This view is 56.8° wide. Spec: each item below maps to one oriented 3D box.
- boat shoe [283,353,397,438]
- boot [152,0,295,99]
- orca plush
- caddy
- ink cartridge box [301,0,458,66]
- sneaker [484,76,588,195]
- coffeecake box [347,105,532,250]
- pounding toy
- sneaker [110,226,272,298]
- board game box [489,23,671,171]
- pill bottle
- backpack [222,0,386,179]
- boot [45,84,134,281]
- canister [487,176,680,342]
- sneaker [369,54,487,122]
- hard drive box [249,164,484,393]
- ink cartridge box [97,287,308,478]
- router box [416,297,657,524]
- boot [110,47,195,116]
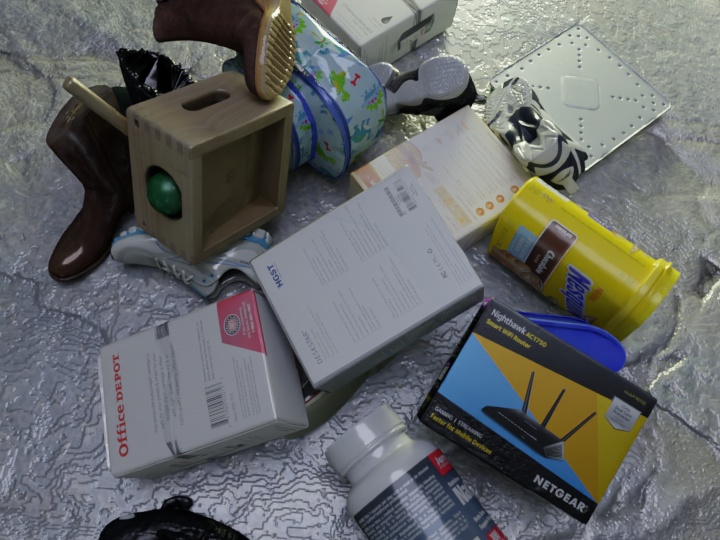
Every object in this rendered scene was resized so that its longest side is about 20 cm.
[{"bbox_3d":[-0.028,0.114,0.782,0.200,0.071,0.063,-40,65,-22],"label":"boat shoe"},{"bbox_3d":[-0.162,-0.276,0.772,0.165,0.072,0.201,-5,70,17],"label":"boot"},{"bbox_3d":[-0.180,0.297,0.687,0.199,0.071,0.106,25,66,7],"label":"orca plush"},{"bbox_3d":[0.209,0.122,0.778,0.198,0.105,0.143,7,89,-1],"label":"caddy"},{"bbox_3d":[0.029,-0.399,1.010,0.200,0.085,0.146,-35,73,-19],"label":"ink cartridge box"},{"bbox_3d":[0.248,-0.176,0.919,0.079,0.129,0.200,-40,37,14],"label":"sneaker"},{"bbox_3d":[0.107,-0.103,0.886,0.199,0.073,0.154,-32,73,-17],"label":"coffeecake box"},{"bbox_3d":[-0.196,-0.132,0.754,0.142,0.185,0.200,32,45,22],"label":"pounding toy"},{"bbox_3d":[-0.210,-0.009,0.826,0.198,0.075,0.087,0,71,-4],"label":"sneaker"},{"bbox_3d":[0.326,-0.259,0.997,0.199,0.026,0.200,-35,72,-17],"label":"board game box"},{"bbox_3d":[0.055,0.248,0.699,0.119,0.120,0.200,-33,72,-17],"label":"pill bottle"},{"bbox_3d":[-0.075,-0.216,0.866,0.200,0.183,0.147,39,69,12],"label":"backpack"},{"bbox_3d":[-0.333,-0.100,0.785,0.064,0.200,0.187,27,66,9],"label":"boot"},{"bbox_3d":[0.262,-0.010,0.815,0.200,0.149,0.087,39,74,16],"label":"canister"},{"bbox_3d":[0.080,-0.243,0.950,0.199,0.114,0.076,2,79,35],"label":"sneaker"},{"bbox_3d":[0.007,0.011,0.710,0.199,0.077,0.156,-30,73,2],"label":"hard drive box"},{"bbox_3d":[-0.173,0.126,0.723,0.199,0.083,0.147,-21,66,13],"label":"ink cartridge box"},{"bbox_3d":[0.180,0.143,0.696,0.199,0.051,0.150,31,87,1],"label":"router box"},{"bbox_3d":[-0.282,-0.221,0.864,0.198,0.163,0.073,34,66,11],"label":"boot"}]
